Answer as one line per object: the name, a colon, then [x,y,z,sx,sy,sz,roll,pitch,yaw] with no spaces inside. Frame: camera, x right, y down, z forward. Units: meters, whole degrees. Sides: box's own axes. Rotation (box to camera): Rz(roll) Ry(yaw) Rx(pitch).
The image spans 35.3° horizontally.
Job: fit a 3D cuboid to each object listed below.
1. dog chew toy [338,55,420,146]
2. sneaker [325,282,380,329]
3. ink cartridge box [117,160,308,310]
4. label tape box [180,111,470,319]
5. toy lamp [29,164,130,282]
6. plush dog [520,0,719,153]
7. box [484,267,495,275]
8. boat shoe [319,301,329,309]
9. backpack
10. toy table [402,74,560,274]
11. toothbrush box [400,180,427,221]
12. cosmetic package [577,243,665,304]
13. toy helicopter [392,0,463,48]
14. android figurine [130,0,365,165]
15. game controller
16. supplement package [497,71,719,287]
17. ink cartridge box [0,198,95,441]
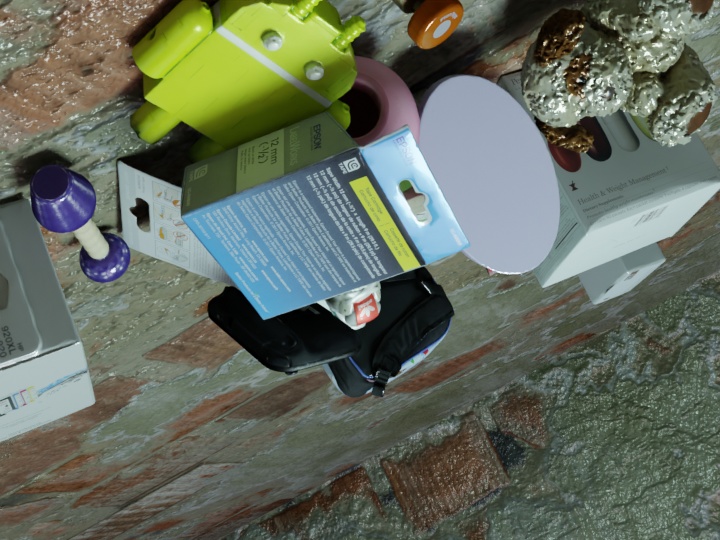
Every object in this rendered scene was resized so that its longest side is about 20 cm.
dog chew toy: [-0.010,-0.119,1.056,0.124,0.125,0.200,-24,171,-6]
sneaker: [0.000,0.000,1.147,0.070,0.094,0.200,-19,165,-16]
ink cartridge box: [-0.129,-0.043,1.083,0.163,0.199,0.050,108,4,-61]
label tape box: [-0.027,-0.052,0.934,0.199,0.066,0.144,-20,134,15]
toy lamp: [-0.255,-0.041,1.024,0.058,0.059,0.200,-23,162,-8]
plush dog: [0.227,-0.205,1.067,0.171,0.161,0.201,-28,138,-10]
box: [0.185,-0.076,1.485,0.099,0.096,0.200,-27,163,2]
boat shoe: [-0.049,0.029,1.354,0.073,0.067,0.200,-6,-174,-25]
backpack: [0.022,0.066,1.533,0.190,0.201,0.154,-24,169,-28]
toy table: [0.111,-0.098,1.123,0.182,0.202,0.117,-19,-167,-11]
toothbrush box: [-0.034,-0.063,1.226,0.199,0.087,0.146,-11,159,-42]
cosmetic package: [0.313,-0.069,1.508,0.074,0.201,0.102,-17,162,-25]
toy helicopter: [0.101,-0.264,0.895,0.199,0.079,0.133,-26,158,-40]
android figurine: [-0.085,-0.151,0.891,0.199,0.041,0.182,-32,136,28]
game controller: [-0.080,0.055,1.157,0.104,0.043,0.200,-3,-162,-28]
supplement package: [0.259,-0.124,1.276,0.190,0.201,0.147,-20,162,-20]
ink cartridge box: [-0.339,0.056,1.032,0.144,0.148,0.200,-20,162,-17]
